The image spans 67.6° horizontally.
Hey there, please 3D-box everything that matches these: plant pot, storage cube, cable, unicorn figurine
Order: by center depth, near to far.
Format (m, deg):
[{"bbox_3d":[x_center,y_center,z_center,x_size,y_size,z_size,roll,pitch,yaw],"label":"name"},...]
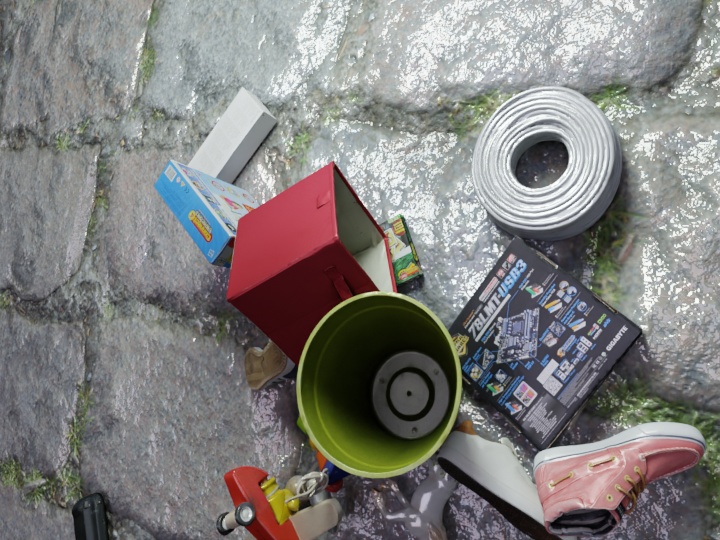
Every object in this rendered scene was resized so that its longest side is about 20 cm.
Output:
[{"bbox_3d":[0.046,0.152,0.693,0.194,0.193,0.207,-6,72,17],"label":"plant pot"},{"bbox_3d":[0.250,-0.145,0.735,0.197,0.069,0.204,30,97,29],"label":"cable"},{"bbox_3d":[0.088,0.322,0.747,0.135,0.073,0.205,26,95,30],"label":"unicorn figurine"},{"bbox_3d":[-0.065,-0.006,0.764,0.176,0.172,0.203,-26,40,18],"label":"storage cube"}]

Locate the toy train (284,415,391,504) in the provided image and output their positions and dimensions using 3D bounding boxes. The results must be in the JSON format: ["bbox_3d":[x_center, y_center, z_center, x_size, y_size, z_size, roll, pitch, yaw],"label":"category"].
[{"bbox_3d":[-0.055,0.247,0.772,0.116,0.197,0.086,43,122,35],"label":"toy train"}]

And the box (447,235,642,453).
[{"bbox_3d":[0.229,0.094,0.720,0.198,0.049,0.202,41,103,28],"label":"box"}]

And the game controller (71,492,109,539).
[{"bbox_3d":[-0.539,0.560,1.084,0.103,0.041,0.205,-31,67,37],"label":"game controller"}]

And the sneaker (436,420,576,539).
[{"bbox_3d":[0.201,0.271,0.698,0.198,0.073,0.085,36,60,12],"label":"sneaker"}]

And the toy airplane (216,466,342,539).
[{"bbox_3d":[-0.107,0.387,0.826,0.194,0.142,0.204,9,123,21],"label":"toy airplane"}]

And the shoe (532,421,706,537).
[{"bbox_3d":[0.300,0.245,0.617,0.195,0.072,0.092,-20,28,21],"label":"shoe"}]

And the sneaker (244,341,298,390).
[{"bbox_3d":[-0.120,0.151,0.902,0.199,0.106,0.072,-31,68,54],"label":"sneaker"}]

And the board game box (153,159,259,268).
[{"bbox_3d":[-0.219,-0.080,0.913,0.056,0.194,0.200,-49,63,12],"label":"board game box"}]

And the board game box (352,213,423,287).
[{"bbox_3d":[0.000,0.000,0.879,0.197,0.023,0.107,-27,72,23],"label":"board game box"}]

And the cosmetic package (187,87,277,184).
[{"bbox_3d":[-0.251,-0.240,1.039,0.201,0.050,0.083,-49,61,14],"label":"cosmetic package"}]
